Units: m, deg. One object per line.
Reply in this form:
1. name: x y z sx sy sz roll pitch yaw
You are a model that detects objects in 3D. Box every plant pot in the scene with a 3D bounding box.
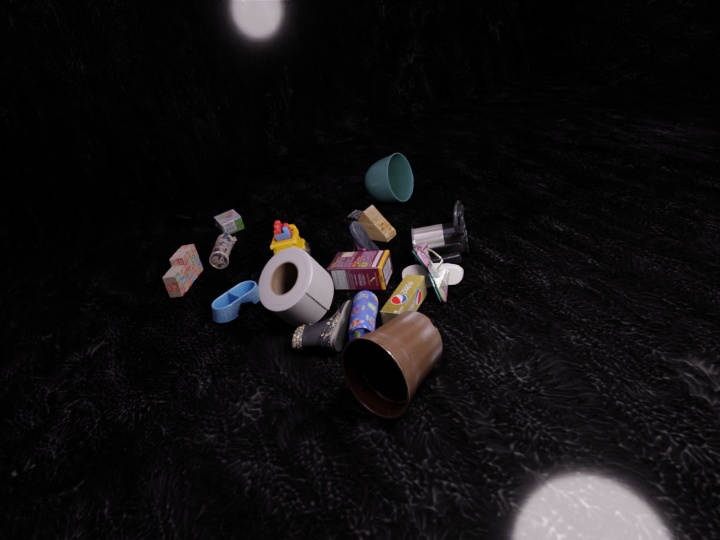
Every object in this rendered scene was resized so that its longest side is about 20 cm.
1. plant pot: 0.114 -0.391 2.293 0.157 0.206 0.200 -6 26 40
2. plant pot: 0.089 0.207 1.254 0.195 0.208 0.196 11 30 39

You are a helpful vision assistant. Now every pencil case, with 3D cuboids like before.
1. pencil case: -0.570 -0.082 2.181 0.088 0.079 0.202 -31 26 11
2. pencil case: 0.012 0.142 1.510 0.078 0.086 0.202 -49 16 25

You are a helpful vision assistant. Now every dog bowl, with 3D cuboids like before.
1. dog bowl: -0.430 0.103 1.819 0.109 0.051 0.198 14 39 42

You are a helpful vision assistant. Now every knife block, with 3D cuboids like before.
1. knife block: 0.028 -0.160 2.072 0.064 0.201 0.176 -37 -9 -37

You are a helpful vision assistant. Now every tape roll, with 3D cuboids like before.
1. tape roll: -0.197 0.053 1.608 0.196 0.139 0.210 -14 59 24

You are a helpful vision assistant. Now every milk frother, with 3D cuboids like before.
1. milk frother: 0.257 -0.126 1.729 0.181 0.207 0.182 -9 21 9

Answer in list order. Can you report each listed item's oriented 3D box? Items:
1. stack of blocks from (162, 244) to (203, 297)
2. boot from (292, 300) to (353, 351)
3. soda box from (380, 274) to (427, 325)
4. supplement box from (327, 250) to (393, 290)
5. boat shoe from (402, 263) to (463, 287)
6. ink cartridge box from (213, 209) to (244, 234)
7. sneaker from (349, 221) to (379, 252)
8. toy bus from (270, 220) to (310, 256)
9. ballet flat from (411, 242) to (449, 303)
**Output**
1. stack of blocks: -0.698 -0.001 2.060 0.056 0.119 0.202 -6 30 13
2. boot: -0.105 0.161 1.539 0.148 0.076 0.206 -6 30 20
3. soda box: 0.131 0.093 1.555 0.066 0.066 0.200 4 33 29
4. supplement box: 0.000 0.000 1.757 0.193 0.088 0.111 -2 31 22
5. boat shoe: 0.230 0.008 1.661 0.193 0.075 0.068 -8 9 23
6. ink cartridge box: -0.632 -0.236 2.502 0.101 0.061 0.199 -25 30 -18
7. sneaker: -0.003 -0.086 1.811 0.079 0.201 0.072 -12 46 27
8. toy bus: -0.272 -0.102 1.958 0.130 0.198 0.202 -12 26 6
9. ballet flat: 0.225 -0.003 1.586 0.070 0.069 0.204 -30 62 6
